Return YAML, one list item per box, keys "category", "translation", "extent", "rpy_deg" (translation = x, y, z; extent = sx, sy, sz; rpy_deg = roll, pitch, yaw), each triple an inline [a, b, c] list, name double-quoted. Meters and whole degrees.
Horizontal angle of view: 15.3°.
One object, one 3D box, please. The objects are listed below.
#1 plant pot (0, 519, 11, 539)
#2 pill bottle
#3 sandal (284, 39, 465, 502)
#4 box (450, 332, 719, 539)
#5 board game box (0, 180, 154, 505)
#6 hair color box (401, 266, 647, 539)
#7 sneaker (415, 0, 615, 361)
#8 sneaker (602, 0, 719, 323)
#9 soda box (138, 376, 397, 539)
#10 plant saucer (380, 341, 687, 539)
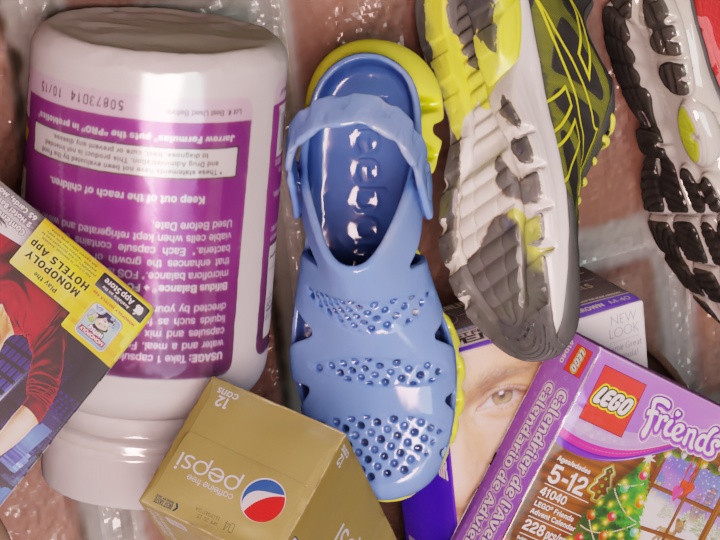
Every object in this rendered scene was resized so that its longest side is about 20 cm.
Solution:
- category: "plant pot"
  translation: [-0.252, 0.178, 1.096]
  extent: [0.199, 0.200, 0.176]
  rpy_deg: [2, 122, -27]
- category: "pill bottle"
  translation: [-0.092, -0.005, 1.150]
  extent: [0.112, 0.112, 0.201]
  rpy_deg: [-3, 107, -26]
- category: "sandal"
  translation: [0.000, 0.000, 1.150]
  extent: [0.079, 0.087, 0.202]
  rpy_deg: [-7, 90, 9]
- category: "box"
  translation: [0.141, 0.125, 1.239]
  extent: [0.199, 0.039, 0.137]
  rpy_deg: [25, 93, -32]
- category: "board game box"
  translation: [-0.220, 0.032, 1.052]
  extent: [0.200, 0.062, 0.200]
  rpy_deg: [40, 72, -2]
- category: "hair color box"
  translation: [0.080, 0.111, 1.262]
  extent: [0.109, 0.065, 0.201]
  rpy_deg: [-15, 111, -22]
- category: "sneaker"
  translation: [0.084, -0.057, 1.207]
  extent: [0.084, 0.074, 0.201]
  rpy_deg: [6, 71, -37]
- category: "sneaker"
  translation: [0.184, -0.062, 1.296]
  extent: [0.085, 0.077, 0.201]
  rpy_deg: [-26, 117, -23]
- category: "soda box"
  translation: [-0.029, 0.124, 1.167]
  extent: [0.064, 0.067, 0.200]
  rpy_deg: [-60, 157, -20]
- category: "plant saucer"
  translation: [0.078, 0.114, 1.319]
  extent: [0.199, 0.037, 0.202]
  rpy_deg: [-8, 109, -24]
